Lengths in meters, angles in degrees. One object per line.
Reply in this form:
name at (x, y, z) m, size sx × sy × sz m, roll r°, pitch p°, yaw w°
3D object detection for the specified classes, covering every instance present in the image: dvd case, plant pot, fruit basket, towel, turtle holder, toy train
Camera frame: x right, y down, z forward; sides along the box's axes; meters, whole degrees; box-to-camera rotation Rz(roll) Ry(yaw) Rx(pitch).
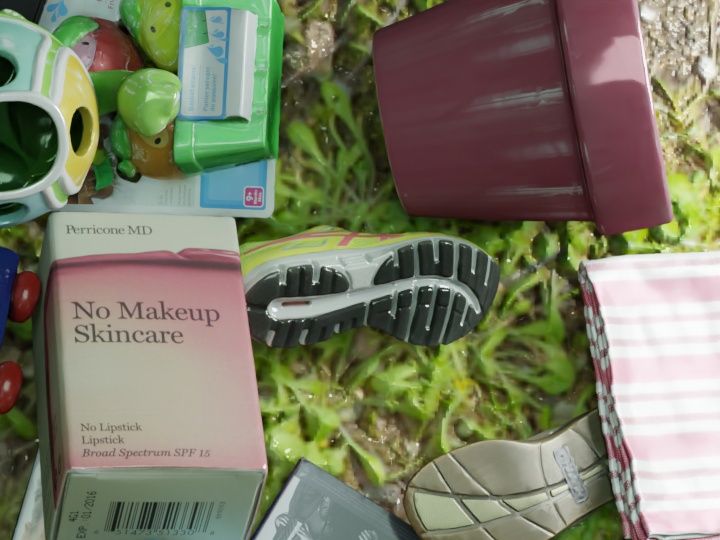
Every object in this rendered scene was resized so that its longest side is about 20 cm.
dvd case at (-0.028, 0.247, 1.555) m, size 0.150 × 0.025 × 0.201 m, roll 32°, pitch 76°, yaw 1°
plant pot at (0.107, -0.113, 1.578) m, size 0.177 × 0.200 × 0.202 m, roll -10°, pitch 78°, yaw 7°
fruit basket at (-0.152, -0.131, 1.590) m, size 0.198 × 0.094 × 0.187 m, roll 3°, pitch 82°, yaw 1°
towel at (0.230, 0.083, 1.604) m, size 0.145 × 0.030 × 0.202 m, roll -4°, pitch 78°, yaw -24°
turtle holder at (-0.219, -0.086, 1.497) m, size 0.184 × 0.132 × 0.142 m, roll 18°, pitch 97°, yaw -23°
toy train at (-0.268, 0.086, 1.484) m, size 0.084 × 0.116 × 0.201 m, roll 18°, pitch 52°, yaw -16°

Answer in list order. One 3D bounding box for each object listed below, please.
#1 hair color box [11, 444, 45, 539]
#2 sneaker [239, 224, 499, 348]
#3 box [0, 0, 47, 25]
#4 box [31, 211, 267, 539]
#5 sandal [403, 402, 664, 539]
hair color box at (-0.188, 0.222, 1.523) m, size 0.099 × 0.061 × 0.202 m, roll 15°, pitch 75°, yaw -4°
sneaker at (0.000, 0.000, 1.590) m, size 0.198 × 0.090 × 0.079 m, roll 1°, pitch 113°, yaw -26°
box at (-0.279, -0.252, 1.528) m, size 0.199 × 0.043 × 0.161 m, roll 22°, pitch 88°, yaw -37°
box at (-0.137, 0.073, 1.494) m, size 0.127 × 0.109 × 0.201 m, roll 1°, pitch 52°, yaw -14°
sandal at (0.117, 0.142, 1.587) m, size 0.199 × 0.054 × 0.081 m, roll -19°, pitch 86°, yaw -26°
